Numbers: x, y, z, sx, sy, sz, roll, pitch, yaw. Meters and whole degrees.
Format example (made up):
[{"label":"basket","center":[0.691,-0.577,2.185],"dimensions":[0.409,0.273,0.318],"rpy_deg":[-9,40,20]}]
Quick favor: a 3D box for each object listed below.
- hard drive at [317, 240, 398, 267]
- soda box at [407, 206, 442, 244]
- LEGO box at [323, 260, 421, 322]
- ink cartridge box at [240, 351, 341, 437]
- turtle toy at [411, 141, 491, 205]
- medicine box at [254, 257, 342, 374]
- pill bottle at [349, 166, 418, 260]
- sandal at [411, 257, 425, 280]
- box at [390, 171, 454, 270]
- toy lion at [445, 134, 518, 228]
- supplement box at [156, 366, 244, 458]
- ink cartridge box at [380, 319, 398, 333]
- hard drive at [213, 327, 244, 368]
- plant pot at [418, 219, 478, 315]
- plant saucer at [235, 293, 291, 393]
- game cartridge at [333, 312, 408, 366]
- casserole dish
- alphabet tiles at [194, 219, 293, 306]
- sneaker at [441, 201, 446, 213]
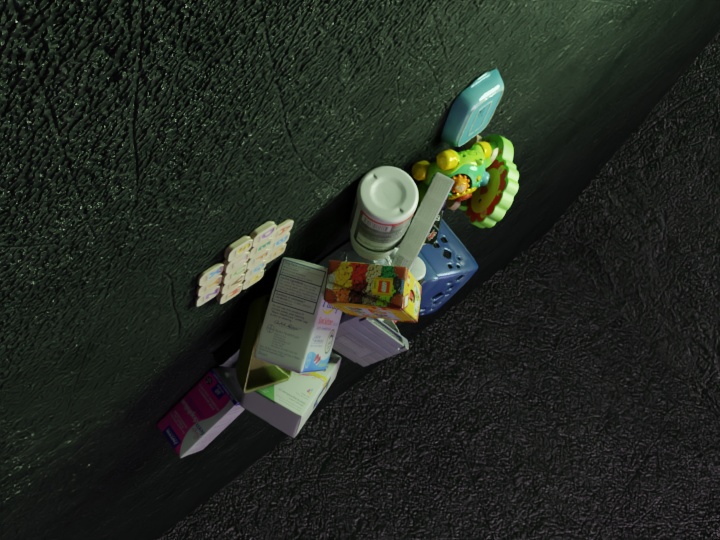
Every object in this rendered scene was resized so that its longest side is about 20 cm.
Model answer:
[{"label":"hard drive","center":[0.000,0.000,1.725],"dimensions":[0.199,0.136,0.042],"rpy_deg":[-33,-173,-22]},{"label":"soda box","center":[0.109,-0.097,1.645],"dimensions":[0.200,0.063,0.072],"rpy_deg":[-149,-110,-80]},{"label":"LEGO box","center":[0.028,0.042,1.521],"dimensions":[0.200,0.147,0.078],"rpy_deg":[43,53,-74]},{"label":"ink cartridge box","center":[-0.153,0.247,1.784],"dimensions":[0.200,0.144,0.088],"rpy_deg":[-52,166,-47]},{"label":"turtle toy","center":[0.180,-0.186,1.631],"dimensions":[0.145,0.102,0.199],"rpy_deg":[-19,-179,-39]},{"label":"medicine box","center":[-0.109,0.089,1.567],"dimensions":[0.182,0.102,0.202],"rpy_deg":[23,84,-77]},{"label":"pill bottle","center":[0.039,-0.102,1.519],"dimensions":[0.114,0.114,0.200],"rpy_deg":[-36,167,-19]},{"label":"sandal","center":[0.055,0.009,1.828],"dimensions":[0.060,0.204,0.080],"rpy_deg":[68,30,-43]},{"label":"box","center":[0.117,-0.088,1.520],"dimensions":[0.202,0.041,0.039],"rpy_deg":[-65,177,6]},{"label":"toy lion","center":[0.267,-0.187,1.660],"dimensions":[0.191,0.068,0.202],"rpy_deg":[8,-103,66]},{"label":"supplement box","center":[-0.349,0.319,1.823],"dimensions":[0.200,0.101,0.103],"rpy_deg":[-45,167,15]},{"label":"ink cartridge box","center":[-0.017,0.094,1.795],"dimensions":[0.067,0.201,0.117],"rpy_deg":[-30,169,-46]},{"label":"hard drive","center":[-0.239,0.161,1.774],"dimensions":[0.139,0.033,0.200],"rpy_deg":[-41,167,0]},{"label":"plant pot","center":[0.128,-0.007,1.938],"dimensions":[0.179,0.201,0.200],"rpy_deg":[-17,155,-47]},{"label":"plant saucer","center":[-0.187,0.136,1.641],"dimensions":[0.199,0.047,0.202],"rpy_deg":[-2,106,-67]},{"label":"game cartridge","center":[0.001,0.144,1.725],"dimensions":[0.129,0.039,0.200],"rpy_deg":[-20,144,26]},{"label":"casserole dish","center":[0.219,-0.305,1.543],"dimensions":[0.121,0.039,0.200],"rpy_deg":[-37,166,-18]},{"label":"alphabet tiles","center":[-0.196,-0.010,1.361],"dimensions":[0.195,0.015,0.200],"rpy_deg":[-35,166,-28]},{"label":"sneaker","center":[0.148,-0.123,1.789],"dimensions":[0.200,0.079,0.079],"rpy_deg":[-50,-151,24]}]
